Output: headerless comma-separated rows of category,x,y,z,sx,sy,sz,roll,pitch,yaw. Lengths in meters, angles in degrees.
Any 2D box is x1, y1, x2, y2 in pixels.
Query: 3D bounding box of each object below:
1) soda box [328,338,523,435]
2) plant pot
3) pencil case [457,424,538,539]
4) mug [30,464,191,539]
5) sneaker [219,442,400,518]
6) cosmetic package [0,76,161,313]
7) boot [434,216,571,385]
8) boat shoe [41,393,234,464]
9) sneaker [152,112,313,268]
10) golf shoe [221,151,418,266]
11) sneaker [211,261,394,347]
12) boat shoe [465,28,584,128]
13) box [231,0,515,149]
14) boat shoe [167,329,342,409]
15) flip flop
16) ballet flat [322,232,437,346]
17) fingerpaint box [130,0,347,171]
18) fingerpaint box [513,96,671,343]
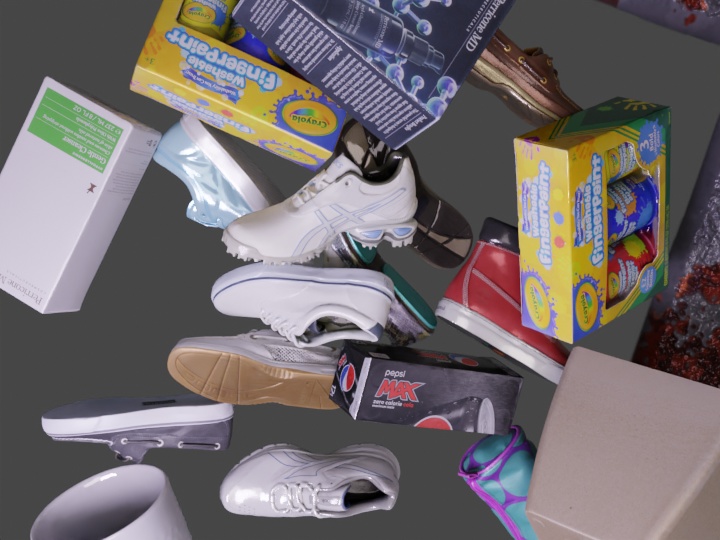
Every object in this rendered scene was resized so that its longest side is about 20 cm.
soda box,0.071,0.123,1.169,0.198,0.063,0.072,10,100,-30
plant pot,0.277,0.228,1.119,0.178,0.198,0.201,-52,135,-24
pencil case,0.190,0.270,1.233,0.092,0.085,0.201,-40,104,-26
mug,-0.260,0.319,1.164,0.198,0.148,0.177,-9,111,25
sneaker,-0.052,0.228,1.192,0.197,0.087,0.076,-7,103,-5
cosmetic package,-0.290,-0.071,1.094,0.107,0.085,0.202,27,95,9
boot,0.193,0.033,1.202,0.199,0.072,0.145,32,83,-18
boat shoe,-0.229,0.170,1.172,0.197,0.070,0.067,-4,99,-15
sneaker,-0.131,-0.067,1.143,0.082,0.074,0.201,-38,98,15
golf shoe,-0.038,-0.067,1.064,0.198,0.078,0.098,-13,126,-23
sneaker,-0.065,0.038,1.126,0.197,0.072,0.073,-2,146,22
boat shoe,0.174,-0.196,1.152,0.199,0.072,0.068,31,90,-15
box,0.011,-0.237,1.013,0.199,0.107,0.149,37,70,-12
boat shoe,-0.104,0.096,1.174,0.197,0.070,0.071,12,131,-18
flip flop,0.041,-0.078,1.169,0.200,0.058,0.081,42,88,-28
ballet flat,0.000,0.000,1.171,0.072,0.072,0.201,-36,102,0
fingerpaint box,-0.097,-0.216,1.076,0.198,0.073,0.169,23,75,-12
fingerpaint box,0.238,-0.053,1.130,0.166,0.073,0.203,-23,118,-35
